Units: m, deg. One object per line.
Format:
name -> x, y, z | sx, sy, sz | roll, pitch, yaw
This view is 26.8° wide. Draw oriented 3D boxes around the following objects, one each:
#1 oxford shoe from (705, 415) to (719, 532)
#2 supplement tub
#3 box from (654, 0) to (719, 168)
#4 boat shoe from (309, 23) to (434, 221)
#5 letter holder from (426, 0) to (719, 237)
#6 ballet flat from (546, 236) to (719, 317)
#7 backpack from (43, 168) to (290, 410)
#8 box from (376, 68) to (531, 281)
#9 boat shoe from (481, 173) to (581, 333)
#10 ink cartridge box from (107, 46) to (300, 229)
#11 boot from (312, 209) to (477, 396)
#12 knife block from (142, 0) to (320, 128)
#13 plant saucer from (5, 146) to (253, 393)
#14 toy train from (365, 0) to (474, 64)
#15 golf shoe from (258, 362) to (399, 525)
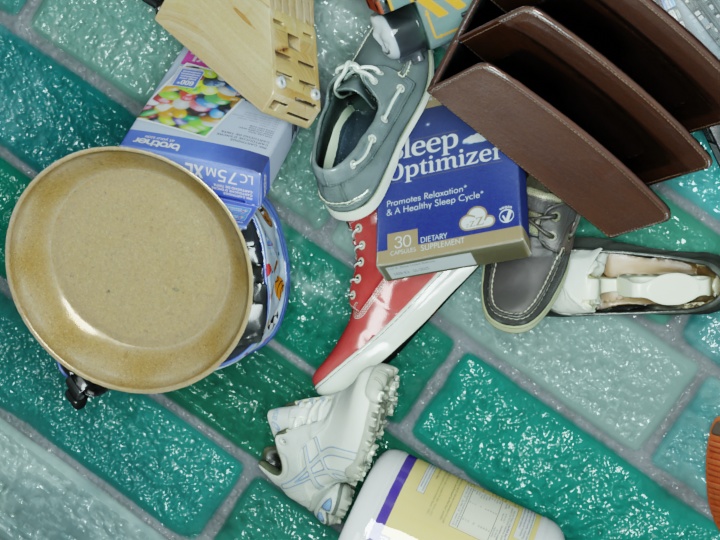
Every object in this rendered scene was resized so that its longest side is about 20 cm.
oxford shoe -> 0.339, 0.210, 1.250 | 0.073, 0.071, 0.201 | -17, 96, -10
supplement tub -> 0.082, 0.250, 1.246 | 0.199, 0.145, 0.146 | 24, 98, 7
box -> 0.325, -0.185, 1.198 | 0.157, 0.050, 0.201 | -26, 97, 6
boat shoe -> 0.007, -0.139, 1.218 | 0.073, 0.062, 0.201 | 2, 60, 29
letter holder -> 0.178, -0.131, 1.131 | 0.200, 0.142, 0.101 | 36, 66, -20
ballet flat -> 0.210, 0.006, 1.246 | 0.199, 0.068, 0.068 | -2, 95, 10
backpack -> -0.155, 0.005, 1.266 | 0.190, 0.154, 0.201 | -1, 100, 18
box -> 0.073, -0.093, 1.221 | 0.121, 0.032, 0.201 | -11, 57, 18
boat shoe -> 0.143, -0.049, 1.221 | 0.073, 0.065, 0.201 | 13, 70, 16
ink cartridge box -> -0.119, -0.113, 1.233 | 0.119, 0.200, 0.042 | 12, 131, 8
boot -> 0.000, 0.000, 1.282 | 0.144, 0.072, 0.200 | 43, 91, 4
knife block -> -0.124, -0.204, 1.253 | 0.175, 0.064, 0.201 | -12, 76, 34
plant saucer -> -0.174, -0.003, 1.168 | 0.199, 0.035, 0.201 | 4, 110, 11
toy train -> 0.089, -0.243, 1.203 | 0.199, 0.085, 0.114 | -24, 107, -6
golf shoe -> -0.032, 0.135, 1.244 | 0.097, 0.078, 0.200 | 27, 136, 2
